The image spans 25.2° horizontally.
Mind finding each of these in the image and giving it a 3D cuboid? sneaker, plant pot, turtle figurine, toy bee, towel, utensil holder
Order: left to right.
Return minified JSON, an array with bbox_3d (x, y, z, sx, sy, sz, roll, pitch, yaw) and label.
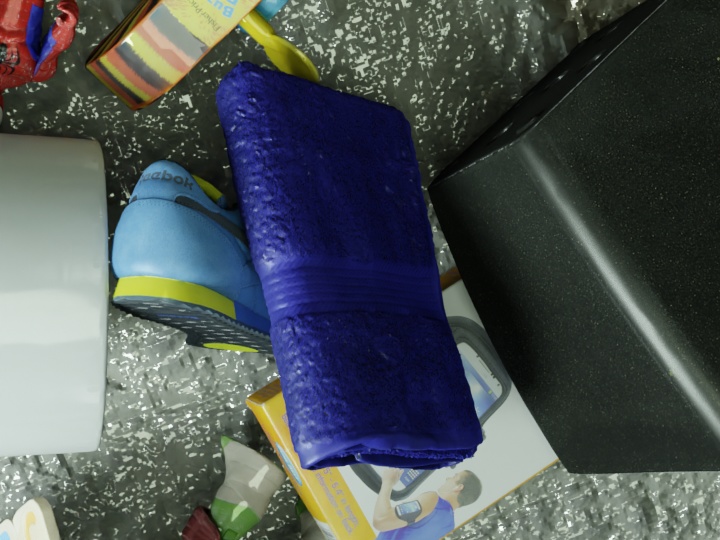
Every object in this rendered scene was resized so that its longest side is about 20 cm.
[{"bbox_3d":[-0.228,0.012,0.785,0.200,0.170,0.170,0,107,-14],"label":"utensil holder"},{"bbox_3d":[-0.103,0.198,0.914,0.144,0.200,0.194,35,75,8],"label":"turtle figurine"},{"bbox_3d":[-0.067,-0.002,0.816,0.066,0.200,0.079,2,77,15],"label":"sneaker"},{"bbox_3d":[-0.062,-0.159,0.791,0.131,0.109,0.200,22,102,-14],"label":"toy bee"},{"bbox_3d":[0.000,0.000,0.797,0.050,0.148,0.200,-22,75,25],"label":"towel"},{"bbox_3d":[0.153,-0.028,0.814,0.200,0.200,0.177,-44,96,-18],"label":"plant pot"}]

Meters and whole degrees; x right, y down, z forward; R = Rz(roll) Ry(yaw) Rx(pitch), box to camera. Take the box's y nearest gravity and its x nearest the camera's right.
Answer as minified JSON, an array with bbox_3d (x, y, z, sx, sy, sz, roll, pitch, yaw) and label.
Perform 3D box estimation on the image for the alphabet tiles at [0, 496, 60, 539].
[{"bbox_3d":[-0.165,0.226,0.849,0.015,0.200,0.196,-8,72,-34],"label":"alphabet tiles"}]

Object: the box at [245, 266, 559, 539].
[{"bbox_3d":[0.051,0.070,0.891,0.200,0.041,0.119,-32,100,-13],"label":"box"}]

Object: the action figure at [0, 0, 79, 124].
[{"bbox_3d":[-0.162,-0.154,0.782,0.065,0.099,0.200,15,107,-13],"label":"action figure"}]
